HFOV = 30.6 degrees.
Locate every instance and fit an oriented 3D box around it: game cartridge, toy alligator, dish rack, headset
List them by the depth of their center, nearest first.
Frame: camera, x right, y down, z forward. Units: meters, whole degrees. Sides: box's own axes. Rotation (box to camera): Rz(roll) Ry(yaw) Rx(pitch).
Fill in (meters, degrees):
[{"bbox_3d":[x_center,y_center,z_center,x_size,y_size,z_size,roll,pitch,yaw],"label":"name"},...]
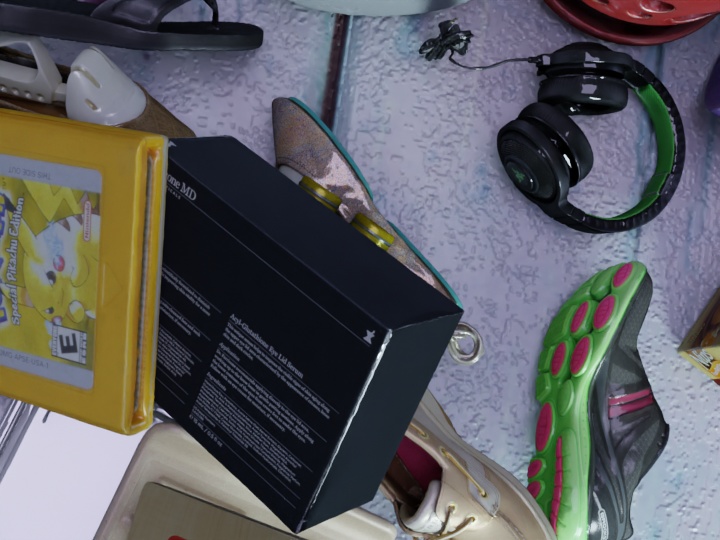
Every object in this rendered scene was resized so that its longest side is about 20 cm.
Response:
[{"bbox_3d":[-0.206,-0.007,0.798,0.199,0.032,0.177,11,102,28],"label":"game cartridge"},{"bbox_3d":[0.000,0.000,0.832,0.200,0.054,0.059,35,93,-4],"label":"toy alligator"},{"bbox_3d":[-0.155,0.158,0.860,0.199,0.044,0.172,27,81,-5],"label":"dish rack"},{"bbox_3d":[0.135,-0.107,0.922,0.200,0.094,0.124,34,77,-19],"label":"headset"}]

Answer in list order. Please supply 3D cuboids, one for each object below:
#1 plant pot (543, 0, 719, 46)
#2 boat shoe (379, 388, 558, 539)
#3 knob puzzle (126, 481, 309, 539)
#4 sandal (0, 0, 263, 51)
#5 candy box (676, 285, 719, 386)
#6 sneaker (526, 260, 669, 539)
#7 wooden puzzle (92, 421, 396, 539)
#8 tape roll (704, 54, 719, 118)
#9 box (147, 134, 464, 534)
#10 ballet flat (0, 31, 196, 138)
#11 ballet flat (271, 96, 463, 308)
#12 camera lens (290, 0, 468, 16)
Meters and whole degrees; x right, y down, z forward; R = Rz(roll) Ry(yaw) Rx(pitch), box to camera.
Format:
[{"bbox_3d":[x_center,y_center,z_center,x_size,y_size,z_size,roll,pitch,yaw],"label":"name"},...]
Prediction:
[{"bbox_3d":[0.201,-0.259,0.877,0.199,0.182,0.202,1,85,-8],"label":"plant pot"},{"bbox_3d":[0.049,0.147,0.863,0.200,0.074,0.069,47,39,6],"label":"boat shoe"},{"bbox_3d":[-0.071,0.241,0.731,0.219,0.030,0.221,-5,77,22],"label":"knob puzzle"},{"bbox_3d":[-0.149,-0.171,0.848,0.200,0.075,0.048,0,109,-32],"label":"sandal"},{"bbox_3d":[0.309,-0.012,0.901,0.055,0.115,0.200,37,81,-3],"label":"candy box"},{"bbox_3d":[0.169,0.092,0.903,0.083,0.077,0.201,15,84,-25],"label":"sneaker"},{"bbox_3d":[-0.096,0.213,0.822,0.185,0.046,0.201,29,86,-24],"label":"wooden puzzle"},{"bbox_3d":[0.324,-0.168,0.876,0.085,0.200,0.200,34,81,-4],"label":"tape roll"},{"bbox_3d":[-0.058,0.030,0.769,0.200,0.079,0.142,38,120,27],"label":"box"},{"bbox_3d":[-0.199,-0.118,0.846,0.199,0.073,0.068,19,47,9],"label":"ballet flat"},{"bbox_3d":[-0.012,-0.025,0.882,0.067,0.068,0.200,-39,89,-18],"label":"ballet flat"},{"bbox_3d":[0.013,-0.286,0.866,0.159,0.160,0.201,1,84,-7],"label":"camera lens"}]
